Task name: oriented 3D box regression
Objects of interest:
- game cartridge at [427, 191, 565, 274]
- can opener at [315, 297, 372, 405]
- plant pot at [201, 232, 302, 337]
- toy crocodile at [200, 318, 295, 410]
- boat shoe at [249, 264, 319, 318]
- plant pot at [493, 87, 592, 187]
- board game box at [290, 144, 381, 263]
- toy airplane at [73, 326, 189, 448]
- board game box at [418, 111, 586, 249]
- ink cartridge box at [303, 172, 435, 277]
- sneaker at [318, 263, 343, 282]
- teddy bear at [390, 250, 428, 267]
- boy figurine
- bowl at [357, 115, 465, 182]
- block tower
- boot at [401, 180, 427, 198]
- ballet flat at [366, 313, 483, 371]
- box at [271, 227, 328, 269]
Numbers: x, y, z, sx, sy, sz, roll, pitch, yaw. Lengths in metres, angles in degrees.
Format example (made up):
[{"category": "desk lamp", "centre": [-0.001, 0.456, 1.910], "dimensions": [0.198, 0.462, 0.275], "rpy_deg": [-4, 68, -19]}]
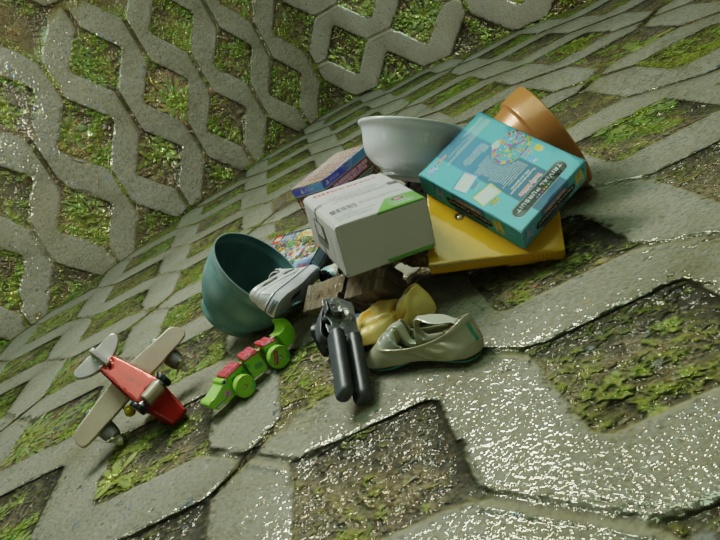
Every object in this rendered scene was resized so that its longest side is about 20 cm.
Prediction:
[{"category": "game cartridge", "centre": [0.202, -0.080, 1.091], "dimensions": [0.199, 0.032, 0.177], "rpy_deg": [-6, 54, 13]}, {"category": "can opener", "centre": [-0.028, 0.116, 1.014], "dimensions": [0.067, 0.053, 0.201], "rpy_deg": [-60, 26, 34]}, {"category": "plant pot", "centre": [-0.226, 0.043, 1.381], "dimensions": [0.134, 0.200, 0.200], "rpy_deg": [-51, 9, 26]}, {"category": "toy crocodile", "centre": [-0.184, 0.157, 1.184], "dimensions": [0.200, 0.062, 0.067], "rpy_deg": [-40, 21, -27]}, {"category": "boat shoe", "centre": [-0.135, 0.022, 1.295], "dimensions": [0.074, 0.065, 0.200], "rpy_deg": [-63, -10, 19]}, {"category": "plant pot", "centre": [0.274, -0.188, 1.211], "dimensions": [0.140, 0.200, 0.200], "rpy_deg": [-38, 18, 7]}, {"category": "board game box", "centre": [-0.018, -0.126, 1.449], "dimensions": [0.097, 0.201, 0.159], "rpy_deg": [-9, 27, 46]}, {"category": "toy airplane", "centre": [-0.399, 0.206, 1.255], "dimensions": [0.199, 0.141, 0.200], "rpy_deg": [-15, 52, 2]}, {"category": "board game box", "centre": [0.212, -0.141, 1.077], "dimensions": [0.200, 0.047, 0.151], "rpy_deg": [36, 75, 34]}, {"category": "ink cartridge box", "centre": [0.008, -0.077, 1.111], "dimensions": [0.145, 0.084, 0.200], "rpy_deg": [-20, 22, -11]}, {"category": "sneaker", "centre": [0.000, 0.000, 1.298], "dimensions": [0.086, 0.078, 0.200], "rpy_deg": [-35, 19, -26]}, {"category": "teddy bear", "centre": [0.099, -0.028, 1.181], "dimensions": [0.199, 0.067, 0.145], "rpy_deg": [3, 13, 13]}, {"category": "boy figurine", "centre": [0.020, 0.078, 1.090], "dimensions": [0.199, 0.065, 0.124], "rpy_deg": [-21, 15, 32]}, {"category": "bowl", "centre": [0.090, -0.199, 1.209], "dimensions": [0.200, 0.091, 0.201], "rpy_deg": [7, 4, -1]}, {"category": "block tower", "centre": [-0.011, 0.038, 1.196], "dimensions": [0.199, 0.058, 0.054], "rpy_deg": [-18, 52, 44]}, {"category": "boot", "centre": [0.148, -0.112, 1.322], "dimensions": [0.069, 0.201, 0.174], "rpy_deg": [-28, 47, -32]}, {"category": "ballet flat", "centre": [0.076, 0.092, 0.966], "dimensions": [0.199, 0.070, 0.069], "rpy_deg": [-13, 24, 40]}, {"category": "box", "centre": [-0.145, -0.032, 1.593], "dimensions": [0.199, 0.038, 0.137], "rpy_deg": [-10, 43, 44]}]
